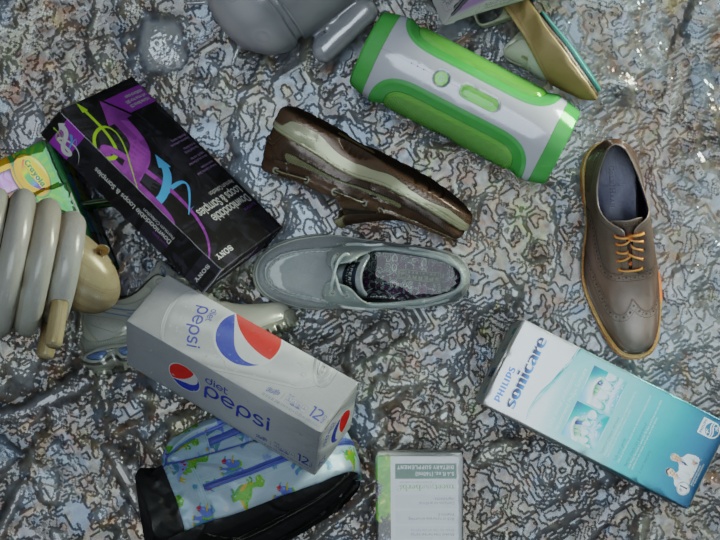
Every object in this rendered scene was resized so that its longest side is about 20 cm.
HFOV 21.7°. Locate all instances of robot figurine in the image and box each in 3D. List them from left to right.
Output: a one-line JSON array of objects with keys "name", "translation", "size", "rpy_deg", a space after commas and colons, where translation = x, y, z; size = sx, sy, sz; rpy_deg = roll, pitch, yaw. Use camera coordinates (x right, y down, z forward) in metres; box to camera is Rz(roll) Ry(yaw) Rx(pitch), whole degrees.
[{"name": "robot figurine", "translation": [-0.058, -0.272, 1.688], "size": [0.200, 0.113, 0.170], "rpy_deg": [-37, 92, -1]}]

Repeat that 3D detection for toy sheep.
[{"name": "toy sheep", "translation": [-0.296, -0.004, 1.554], "size": [0.199, 0.138, 0.139], "rpy_deg": [13, 88, -15]}]

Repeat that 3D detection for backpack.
[{"name": "backpack", "translation": [-0.097, 0.187, 1.654], "size": [0.199, 0.163, 0.155], "rpy_deg": [-10, 63, -7]}]

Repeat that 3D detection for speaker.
[{"name": "speaker", "translation": [0.093, -0.155, 1.694], "size": [0.199, 0.088, 0.089], "rpy_deg": [27, 89, 2]}]

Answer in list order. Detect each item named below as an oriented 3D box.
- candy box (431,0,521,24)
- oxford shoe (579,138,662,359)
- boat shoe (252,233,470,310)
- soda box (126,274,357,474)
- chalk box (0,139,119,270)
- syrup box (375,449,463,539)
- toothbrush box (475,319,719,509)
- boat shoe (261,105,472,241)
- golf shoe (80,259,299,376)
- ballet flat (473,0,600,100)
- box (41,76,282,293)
[{"name": "candy box", "translation": [0.108, -0.335, 1.657], "size": [0.167, 0.072, 0.201], "rpy_deg": [-20, 77, -31]}, {"name": "oxford shoe", "translation": [0.233, -0.019, 1.692], "size": [0.071, 0.073, 0.201], "rpy_deg": [-11, 88, 0]}, {"name": "boat shoe", "translation": [0.000, 0.001, 1.698], "size": [0.199, 0.072, 0.071], "rpy_deg": [1, 88, 1]}, {"name": "soda box", "translation": [-0.102, 0.087, 1.601], "size": [0.199, 0.068, 0.064], "rpy_deg": [28, 54, 16]}, {"name": "chalk box", "translation": [-0.295, -0.038, 1.681], "size": [0.199, 0.125, 0.125], "rpy_deg": [-24, 88, -1]}, {"name": "syrup box", "translation": [0.053, 0.262, 1.683], "size": [0.078, 0.081, 0.202], "rpy_deg": [0, 87, 2]}, {"name": "toothbrush box", "translation": [0.207, 0.124, 1.653], "size": [0.199, 0.146, 0.086], "rpy_deg": [26, 88, 3]}, {"name": "boat shoe", "translation": [0.002, -0.071, 1.708], "size": [0.202, 0.075, 0.075], "rpy_deg": [30, 103, 8]}, {"name": "golf shoe", "translation": [-0.158, 0.035, 1.700], "size": [0.198, 0.078, 0.098], "rpy_deg": [-8, 85, 0]}, {"name": "ballet flat", "translation": [0.144, -0.226, 1.712], "size": [0.063, 0.069, 0.201], "rpy_deg": [-33, 78, 9]}, {"name": "box", "translation": [-0.172, -0.079, 1.671], "size": [0.200, 0.143, 0.036], "rpy_deg": [45, 116, 1]}]
